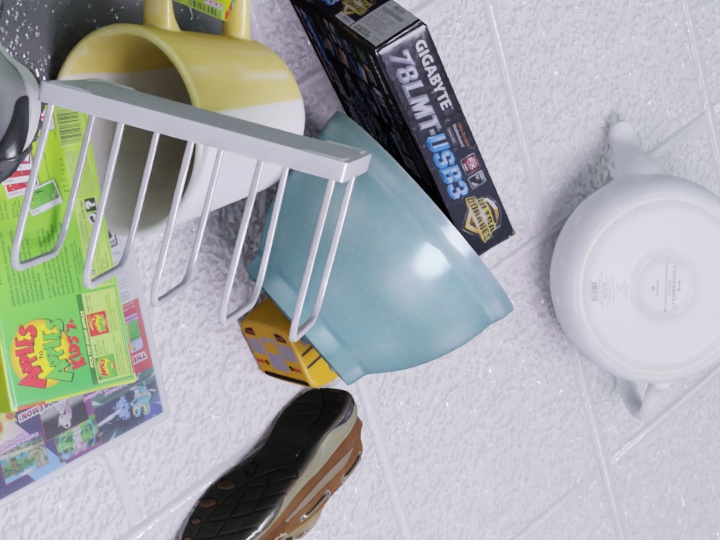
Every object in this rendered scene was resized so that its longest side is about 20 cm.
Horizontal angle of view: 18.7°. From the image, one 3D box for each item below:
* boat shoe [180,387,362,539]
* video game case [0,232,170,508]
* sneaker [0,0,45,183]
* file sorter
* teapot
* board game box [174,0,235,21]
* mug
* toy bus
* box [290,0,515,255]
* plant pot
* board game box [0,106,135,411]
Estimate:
[{"bbox_3d":[-0.060,0.183,1.746,0.200,0.075,0.074,-46,129,-27],"label":"boat shoe"},{"bbox_3d":[-0.235,0.063,1.591,0.200,0.023,0.183,-27,116,-39],"label":"video game case"},{"bbox_3d":[-0.266,-0.138,1.427,0.074,0.201,0.079,-40,148,26],"label":"sneaker"},{"bbox_3d":[-0.109,-0.040,1.424,0.139,0.199,0.125,-43,147,-81],"label":"file sorter"},{"bbox_3d":[0.253,0.005,1.973,0.197,0.146,0.200,41,91,-14],"label":"teapot"},{"bbox_3d":[-0.172,-0.237,1.463,0.199,0.102,0.048,22,80,-1],"label":"board game box"},{"bbox_3d":[-0.111,-0.121,1.583,0.153,0.149,0.187,-12,142,-50],"label":"mug"},{"bbox_3d":[-0.002,0.015,1.776,0.200,0.065,0.079,-43,123,-29],"label":"toy bus"},{"bbox_3d":[0.027,-0.130,1.684,0.050,0.199,0.201,-31,121,-7],"label":"box"},{"bbox_3d":[0.000,0.000,1.640,0.134,0.200,0.200,-42,128,-3],"label":"plant pot"},{"bbox_3d":[-0.228,-0.011,1.521,0.101,0.048,0.201,-13,94,-37],"label":"board game box"}]
